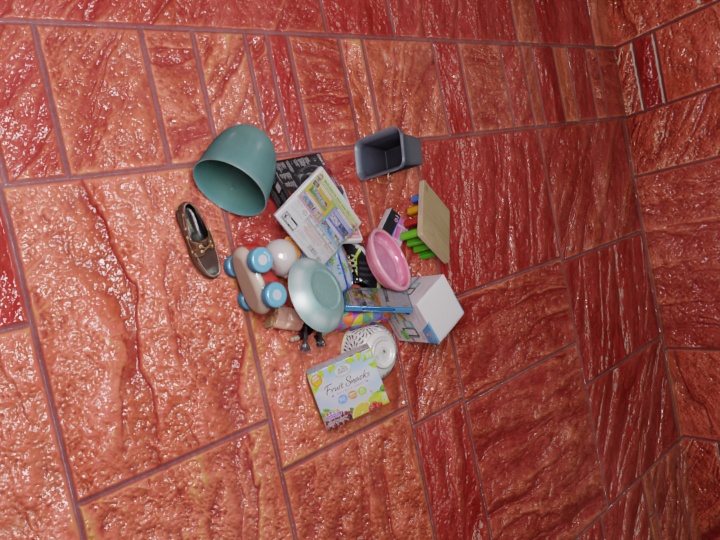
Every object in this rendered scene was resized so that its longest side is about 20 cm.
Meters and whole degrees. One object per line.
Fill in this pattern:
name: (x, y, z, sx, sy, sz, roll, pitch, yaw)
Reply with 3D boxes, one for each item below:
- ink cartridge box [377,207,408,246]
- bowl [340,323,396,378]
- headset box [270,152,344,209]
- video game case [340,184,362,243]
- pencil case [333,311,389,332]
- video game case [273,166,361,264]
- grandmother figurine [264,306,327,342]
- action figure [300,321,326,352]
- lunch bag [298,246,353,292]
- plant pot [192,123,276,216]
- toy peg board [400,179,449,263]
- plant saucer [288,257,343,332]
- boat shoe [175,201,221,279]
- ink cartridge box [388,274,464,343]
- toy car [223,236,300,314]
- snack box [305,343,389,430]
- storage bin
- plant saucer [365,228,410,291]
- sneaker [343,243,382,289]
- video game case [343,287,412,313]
ink cartridge box: (0.083, -0.089, 1.710, 0.094, 0.037, 0.204, 38, 67, -28)
bowl: (0.045, 0.246, 1.613, 0.195, 0.093, 0.209, 5, 82, -35)
headset box: (-0.152, -0.238, 1.493, 0.196, 0.078, 0.151, -20, 69, -36)
video game case: (-0.084, -0.165, 1.541, 0.139, 0.018, 0.205, -3, 59, -30)
pencil case: (-0.007, 0.123, 1.581, 0.194, 0.088, 0.092, -6, 88, -29)
video game case: (-0.110, -0.137, 1.427, 0.183, 0.022, 0.201, -47, 121, -14)
grandmother figurine: (-0.167, 0.140, 1.496, 0.196, 0.060, 0.124, 19, 101, -36)
action figure: (-0.123, 0.109, 1.430, 0.116, 0.101, 0.208, -7, 101, -31)
lunch bag: (-0.111, -0.020, 1.536, 0.158, 0.081, 0.207, -22, 99, -38)
plant pot: (-0.301, -0.268, 1.356, 0.199, 0.198, 0.165, 36, 56, -27)
toy peg board: (0.210, -0.149, 1.762, 0.199, 0.095, 0.206, 38, 48, -46)
plant saucer: (-0.100, 0.055, 1.372, 0.199, 0.038, 0.207, 32, 46, -38)
boat shoe: (-0.403, -0.073, 1.335, 0.070, 0.069, 0.205, -34, 106, -34)
ink cartridge box: (0.186, 0.119, 1.662, 0.146, 0.198, 0.149, -42, 108, -29)
toy car: (-0.221, -0.004, 1.390, 0.197, 0.182, 0.182, -29, 102, -35)
snack box: (-0.037, 0.328, 1.515, 0.194, 0.068, 0.174, -21, 99, -9)
storage bin: (0.096, -0.346, 1.655, 0.132, 0.196, 0.151, -6, 88, -44)
plant saucer: (0.077, -0.026, 1.606, 0.200, 0.050, 0.205, 41, 34, -35)
sneaker: (0.000, 0.000, 1.618, 0.083, 0.071, 0.203, -43, 109, -27)
video game case: (0.047, 0.085, 1.549, 0.192, 0.144, 0.018, 2, 110, -4)
